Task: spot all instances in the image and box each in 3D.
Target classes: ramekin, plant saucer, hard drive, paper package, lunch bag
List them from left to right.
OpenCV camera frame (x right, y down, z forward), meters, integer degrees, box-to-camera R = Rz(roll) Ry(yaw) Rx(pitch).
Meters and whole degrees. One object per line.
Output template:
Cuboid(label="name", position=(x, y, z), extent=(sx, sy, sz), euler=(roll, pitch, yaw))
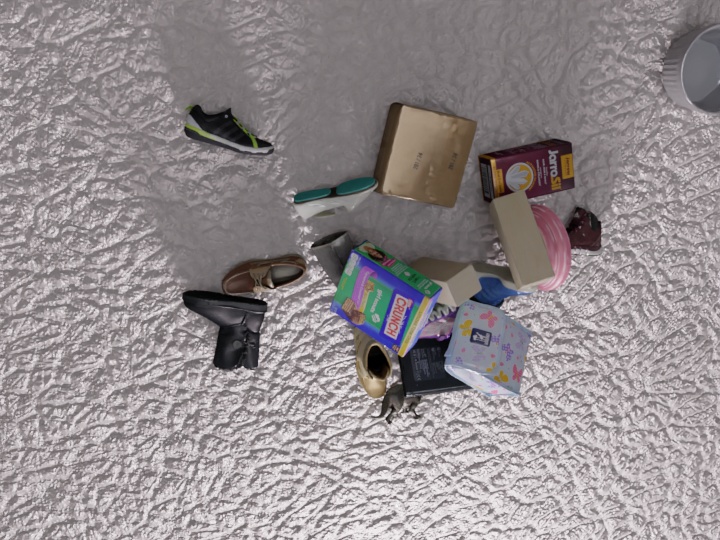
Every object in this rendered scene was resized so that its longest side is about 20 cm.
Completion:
Cuboid(label="paper package", position=(0.139, -0.254, 1.569), extent=(0.189, 0.103, 0.202), euler=(10, 103, -15))
Cuboid(label="hard drive", position=(0.194, 0.225, 1.716), extent=(0.198, 0.033, 0.141), euler=(-5, 72, -10))
Cuboid(label="lunch bag", position=(0.289, 0.181, 1.636), extent=(0.199, 0.127, 0.171), euler=(32, 63, -27))
Cuboid(label="plant saucer", position=(0.400, -0.049, 1.625), extent=(0.050, 0.200, 0.202), euler=(-13, 108, -23))
Cuboid(label="ramekin", position=(0.800, -0.467, 1.643), extent=(0.198, 0.105, 0.202), euler=(-3, 106, -11))

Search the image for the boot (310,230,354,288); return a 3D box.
Cuboid(label="boot", position=(0.001, 0.000, 1.620), extent=(0.181, 0.073, 0.201), euler=(-18, 104, 12))

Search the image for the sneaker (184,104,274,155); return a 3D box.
Cuboid(label="sneaker", position=(-0.272, -0.298, 1.489), extent=(0.198, 0.072, 0.083), euler=(14, 101, -15))

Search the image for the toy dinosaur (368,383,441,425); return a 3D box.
Cuboid(label="toy dinosaur", position=(0.098, 0.315, 1.732), extent=(0.198, 0.077, 0.103), euler=(-6, 102, -23))

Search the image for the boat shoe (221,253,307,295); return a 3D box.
Cuboid(label="boat shoe", position=(-0.215, 0.012, 1.587), extent=(0.199, 0.072, 0.076), euler=(-19, 108, -6))

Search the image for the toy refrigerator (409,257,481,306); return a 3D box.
Cuboid(label="toy refrigerator", position=(0.176, 0.025, 1.590), extent=(0.076, 0.200, 0.070), euler=(-32, 108, -21))

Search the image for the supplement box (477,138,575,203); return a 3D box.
Cuboid(label="supplement box", position=(0.383, -0.228, 1.634), extent=(0.198, 0.086, 0.111), euler=(-13, 108, -8))

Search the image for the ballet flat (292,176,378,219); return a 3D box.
Cuboid(label="ballet flat", position=(-0.051, -0.156, 1.567), extent=(0.198, 0.070, 0.070), euler=(-12, 108, 12))

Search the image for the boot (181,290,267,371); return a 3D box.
Cuboid(label="boot", position=(-0.315, 0.140, 1.600), extent=(0.199, 0.076, 0.169), euler=(10, 100, -20))

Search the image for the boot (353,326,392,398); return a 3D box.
Cuboid(label="boot", position=(0.035, 0.234, 1.656), extent=(0.072, 0.156, 0.202), euler=(-10, 107, -8))

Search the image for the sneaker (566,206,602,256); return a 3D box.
Cuboid(label="sneaker", position=(0.498, -0.096, 1.710), extent=(0.198, 0.076, 0.117), euler=(-1, 101, -22))

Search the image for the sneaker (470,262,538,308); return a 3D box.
Cuboid(label="sneaker", position=(0.331, 0.053, 1.657), extent=(0.077, 0.199, 0.112), euler=(-30, 119, -38))

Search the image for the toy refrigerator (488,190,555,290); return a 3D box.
Cuboid(label="toy refrigerator", position=(0.351, -0.064, 1.551), extent=(0.075, 0.070, 0.201), euler=(-17, 79, -2))

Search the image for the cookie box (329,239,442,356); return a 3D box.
Cuboid(label="cookie box", position=(0.052, 0.060, 1.527), extent=(0.199, 0.075, 0.172), euler=(32, 124, 15))

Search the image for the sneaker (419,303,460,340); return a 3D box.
Cuboid(label="sneaker", position=(0.170, 0.135, 1.690), extent=(0.199, 0.080, 0.089), euler=(-26, 103, -6))
